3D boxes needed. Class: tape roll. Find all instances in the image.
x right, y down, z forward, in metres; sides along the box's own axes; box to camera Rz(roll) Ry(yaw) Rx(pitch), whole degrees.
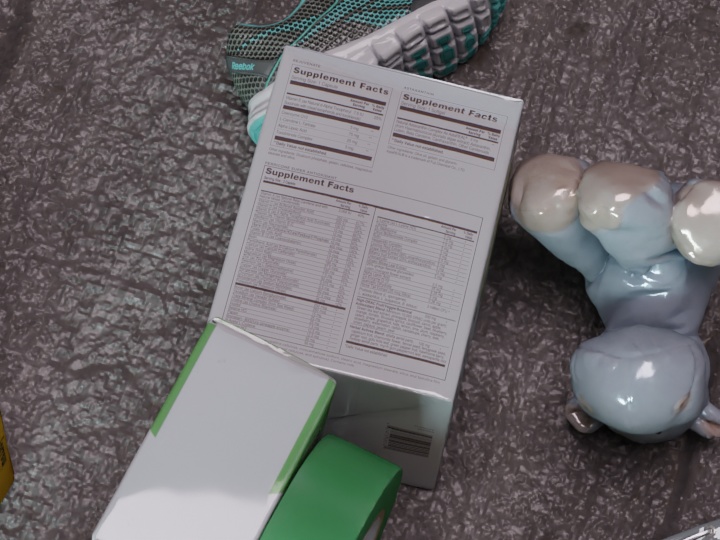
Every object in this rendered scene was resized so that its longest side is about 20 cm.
[{"bbox_3d":[-0.039,0.191,1.440,0.048,0.201,0.201,24,66,6],"label":"tape roll"}]

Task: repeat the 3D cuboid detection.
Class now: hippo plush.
[{"bbox_3d":[0.156,0.021,1.570,0.158,0.200,0.162,10,90,9],"label":"hippo plush"}]

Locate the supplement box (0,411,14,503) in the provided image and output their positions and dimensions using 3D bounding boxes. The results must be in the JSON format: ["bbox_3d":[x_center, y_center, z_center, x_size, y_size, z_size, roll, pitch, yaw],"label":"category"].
[{"bbox_3d":[-0.335,0.134,1.487,0.199,0.133,0.198,25,66,9],"label":"supplement box"}]

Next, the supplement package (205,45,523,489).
[{"bbox_3d":[0.000,0.000,1.555,0.150,0.152,0.201,13,65,2],"label":"supplement package"}]

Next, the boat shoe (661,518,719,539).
[{"bbox_3d":[0.247,0.152,1.545,0.200,0.070,0.072,-25,72,-11],"label":"boat shoe"}]

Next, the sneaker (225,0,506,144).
[{"bbox_3d":[0.000,-0.159,1.674,0.199,0.078,0.091,-26,65,-15],"label":"sneaker"}]

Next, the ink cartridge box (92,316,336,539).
[{"bbox_3d":[-0.086,0.138,1.464,0.084,0.200,0.146,25,67,5],"label":"ink cartridge box"}]
